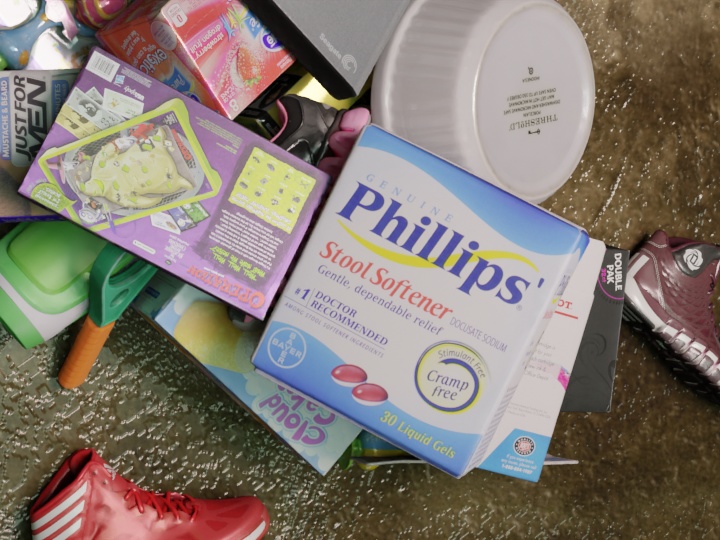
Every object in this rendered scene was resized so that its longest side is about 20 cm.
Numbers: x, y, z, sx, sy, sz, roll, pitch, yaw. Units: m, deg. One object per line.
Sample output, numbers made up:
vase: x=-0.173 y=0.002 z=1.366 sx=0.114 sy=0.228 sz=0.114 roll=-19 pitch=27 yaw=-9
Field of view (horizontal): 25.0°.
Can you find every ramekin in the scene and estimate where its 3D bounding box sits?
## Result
ramekin: x=0.108 y=-0.140 z=1.323 sx=0.201 sy=0.094 sz=0.205 roll=-8 pitch=102 yaw=-45

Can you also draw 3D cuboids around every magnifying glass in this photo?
magnifying glass: x=-0.193 y=0.024 z=1.264 sx=0.022 sy=0.200 sz=0.079 roll=46 pitch=40 yaw=12

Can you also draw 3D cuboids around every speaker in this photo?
speaker: x=-0.210 y=-0.031 z=1.283 sx=0.200 sy=0.088 sz=0.089 roll=-42 pitch=112 yaw=-12

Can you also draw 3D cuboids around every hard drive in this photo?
hard drive: x=-0.013 y=-0.251 z=1.259 sx=0.140 sy=0.033 sz=0.201 roll=45 pitch=57 yaw=-29

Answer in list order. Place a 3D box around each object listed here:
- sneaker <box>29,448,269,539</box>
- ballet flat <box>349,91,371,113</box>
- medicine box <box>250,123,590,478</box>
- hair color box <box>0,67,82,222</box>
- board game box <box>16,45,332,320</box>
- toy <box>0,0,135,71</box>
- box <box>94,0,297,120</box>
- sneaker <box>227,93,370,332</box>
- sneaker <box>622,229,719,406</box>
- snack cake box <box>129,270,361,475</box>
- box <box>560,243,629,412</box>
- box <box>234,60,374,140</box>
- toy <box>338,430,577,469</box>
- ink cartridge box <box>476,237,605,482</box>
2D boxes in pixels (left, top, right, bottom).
sneaker: x=-0.175 y=0.195 z=1.338 sx=0.198 sy=0.078 sz=0.117 roll=-18 pitch=106 yaw=-21
ballet flat: x=0.064 y=-0.106 z=1.412 sx=0.199 sy=0.046 sz=0.068 roll=18 pitch=90 yaw=-25
medicine box: x=0.046 y=0.021 z=1.212 sx=0.181 sy=0.103 sz=0.201 roll=27 pitch=95 yaw=10
hair color box: x=-0.277 y=-0.091 z=1.212 sx=0.198 sy=0.065 sz=0.111 roll=-3 pitch=90 yaw=1
board game box: x=-0.133 y=-0.062 z=1.181 sx=0.199 sy=0.032 sz=0.121 roll=29 pitch=79 yaw=-11
toy: x=-0.216 y=-0.219 z=1.272 sx=0.200 sy=0.047 sz=0.115 roll=-43 pitch=113 yaw=-12
box: x=-0.093 y=-0.204 z=1.268 sx=0.200 sy=0.094 sz=0.103 roll=-49 pitch=115 yaw=-34
sneaker: x=-0.067 y=-0.050 z=1.263 sx=0.095 sy=0.079 sz=0.201 roll=24 pitch=73 yaw=5
sneaker: x=0.328 y=0.039 z=1.536 sx=0.200 sy=0.076 sz=0.116 roll=43 pitch=77 yaw=-22
snack cake box: x=-0.094 y=0.069 z=1.333 sx=0.200 sy=0.115 sz=0.067 roll=45 pitch=80 yaw=-22
box: x=0.113 y=0.038 z=1.413 sx=0.198 sy=0.124 sz=0.150 roll=4 pitch=97 yaw=-24
box: x=-0.014 y=-0.176 z=1.353 sx=0.200 sy=0.075 sz=0.050 roll=-44 pitch=111 yaw=-11
toy: x=0.075 y=0.146 z=1.413 sx=0.198 sy=0.115 sz=0.048 roll=-1 pitch=89 yaw=-23
ink cartridge box: x=0.110 y=0.056 z=1.310 sx=0.114 sy=0.068 sz=0.202 roll=16 pitch=93 yaw=-23
